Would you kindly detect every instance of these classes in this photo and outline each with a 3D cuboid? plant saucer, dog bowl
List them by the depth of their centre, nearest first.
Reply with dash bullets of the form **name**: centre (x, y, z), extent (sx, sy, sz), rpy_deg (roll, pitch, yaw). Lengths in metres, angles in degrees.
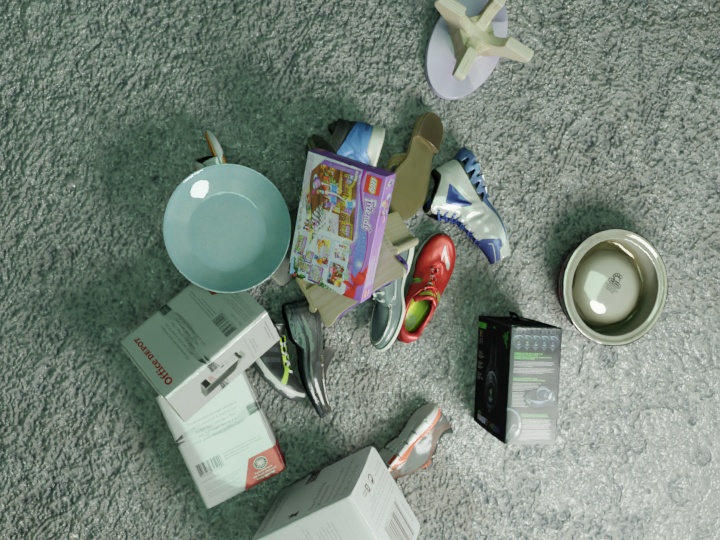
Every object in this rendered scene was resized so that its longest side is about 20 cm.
- **plant saucer**: centre (-0.207, -0.063, 1.303), extent (0.196, 0.039, 0.206), rpy_deg (2, 79, -9)
- **dog bowl**: centre (0.436, 0.028, 1.475), extent (0.195, 0.074, 0.205), rpy_deg (0, 92, -8)

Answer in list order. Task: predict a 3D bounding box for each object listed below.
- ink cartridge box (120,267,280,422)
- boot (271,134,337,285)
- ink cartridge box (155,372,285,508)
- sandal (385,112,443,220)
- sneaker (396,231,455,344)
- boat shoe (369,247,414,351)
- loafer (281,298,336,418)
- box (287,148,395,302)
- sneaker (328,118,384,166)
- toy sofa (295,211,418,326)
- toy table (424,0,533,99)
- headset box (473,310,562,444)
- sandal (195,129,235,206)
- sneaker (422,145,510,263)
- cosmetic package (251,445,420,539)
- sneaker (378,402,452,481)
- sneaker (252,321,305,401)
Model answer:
- **ink cartridge box**: centre (-0.248, 0.109, 1.295), extent (0.199, 0.083, 0.146), rpy_deg (-40, 55, -15)
- **boot**: centre (-0.100, -0.096, 1.355), extent (0.198, 0.072, 0.184), rpy_deg (-27, 95, 26)
- **ink cartridge box**: centre (-0.227, 0.257, 1.366), extent (0.144, 0.083, 0.203), rpy_deg (-24, 95, -6)
- **sandal**: centre (0.076, -0.170, 1.419), extent (0.077, 0.069, 0.215), rpy_deg (36, 65, -30)
- **sneaker**: centre (0.116, 0.034, 1.418), extent (0.076, 0.085, 0.204), rpy_deg (22, 89, -10)
- **boat shoe**: centre (0.038, 0.031, 1.405), extent (0.061, 0.072, 0.205), rpy_deg (17, 82, -40)
- **loafer**: centre (-0.073, 0.145, 1.402), extent (0.071, 0.073, 0.204), rpy_deg (-16, 96, -12)
- **box**: centre (-0.031, -0.069, 1.273), extent (0.135, 0.039, 0.204), rpy_deg (20, 112, 21)
- **sneaker**: centre (-0.034, -0.151, 1.393), extent (0.109, 0.077, 0.204), rpy_deg (14, 98, -2)
- **toy sofa**: centre (0.000, 0.000, 1.347), extent (0.199, 0.082, 0.099), rpy_deg (-36, 85, 29)
- **toy table**: centre (0.192, -0.391, 1.397), extent (0.180, 0.117, 0.204), rpy_deg (17, 89, -9)
- **headset box**: centre (0.262, 0.172, 1.402), extent (0.091, 0.174, 0.205), rpy_deg (3, 93, -9)
- **sandal**: centre (-0.234, -0.123, 1.359), extent (0.058, 0.079, 0.211), rpy_deg (-17, 97, -10)
- **sneaker**: centre (0.171, -0.098, 1.431), extent (0.113, 0.081, 0.203), rpy_deg (-23, 89, -3)
- **cosmetic package**: centre (-0.036, 0.423, 1.338), extent (0.198, 0.165, 0.167), rpy_deg (-29, 97, 19)
- **sneaker**: centre (0.087, 0.327, 1.434), extent (0.082, 0.077, 0.200), rpy_deg (44, 87, -15)
- **sneaker**: centre (-0.147, 0.124, 1.376), extent (0.083, 0.072, 0.201), rpy_deg (-41, 90, -1)
